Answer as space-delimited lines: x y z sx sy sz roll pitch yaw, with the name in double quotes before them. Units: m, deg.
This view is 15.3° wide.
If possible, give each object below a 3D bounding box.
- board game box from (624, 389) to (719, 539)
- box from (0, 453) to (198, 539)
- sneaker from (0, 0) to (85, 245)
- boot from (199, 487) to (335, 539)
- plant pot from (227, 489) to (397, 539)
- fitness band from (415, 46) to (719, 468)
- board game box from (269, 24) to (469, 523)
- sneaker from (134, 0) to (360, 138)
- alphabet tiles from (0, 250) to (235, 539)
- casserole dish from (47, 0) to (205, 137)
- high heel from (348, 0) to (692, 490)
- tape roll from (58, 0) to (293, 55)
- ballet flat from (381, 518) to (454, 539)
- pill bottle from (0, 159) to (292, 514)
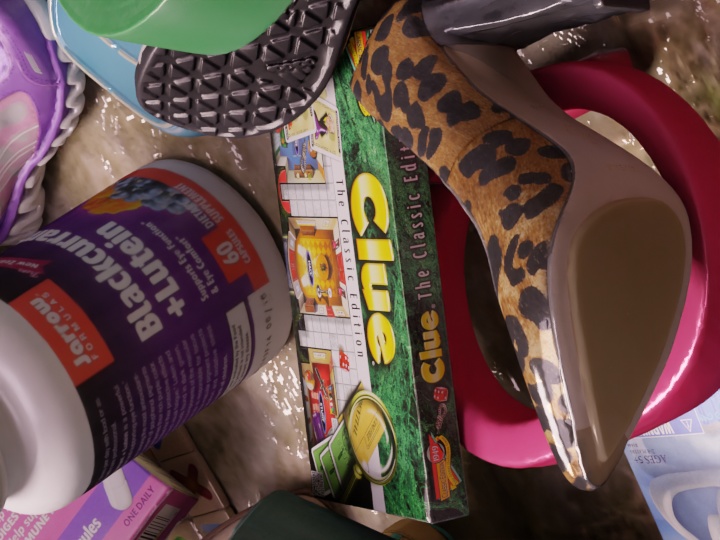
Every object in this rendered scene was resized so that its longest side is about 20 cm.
"board game box" 0.200 0.102 1.012 0.200 0.043 0.199 -10 110 51
"box" -0.214 0.121 1.322 0.200 0.176 0.097 37 176 9
"sneaker" -0.193 -0.064 1.276 0.080 0.088 0.200 43 144 17
"boot" -0.082 0.206 1.256 0.070 0.146 0.200 34 108 -5
"plant pot" 0.013 0.203 1.127 0.196 0.200 0.200 27 137 9
"fitness band" 0.078 -0.002 1.032 0.200 0.037 0.144 -31 71 54
"board game box" 0.000 0.000 1.105 0.105 0.023 0.201 1 100 60
"sneaker" -0.026 -0.132 1.059 0.072 0.083 0.200 23 136 -18
"alphabet tiles" -0.147 0.080 1.410 0.167 0.008 0.200 -20 102 53
"casserole dish" -0.087 -0.138 1.152 0.121 0.039 0.200 38 139 21
"high heel" 0.048 -0.013 0.974 0.142 0.071 0.200 -15 69 48
"tape roll" -0.060 -0.182 0.992 0.200 0.048 0.201 -23 63 56
"ballet flat" 0.034 0.213 1.264 0.069 0.063 0.200 4 121 47
"pill bottle" -0.134 0.040 1.203 0.111 0.200 0.112 28 135 31
